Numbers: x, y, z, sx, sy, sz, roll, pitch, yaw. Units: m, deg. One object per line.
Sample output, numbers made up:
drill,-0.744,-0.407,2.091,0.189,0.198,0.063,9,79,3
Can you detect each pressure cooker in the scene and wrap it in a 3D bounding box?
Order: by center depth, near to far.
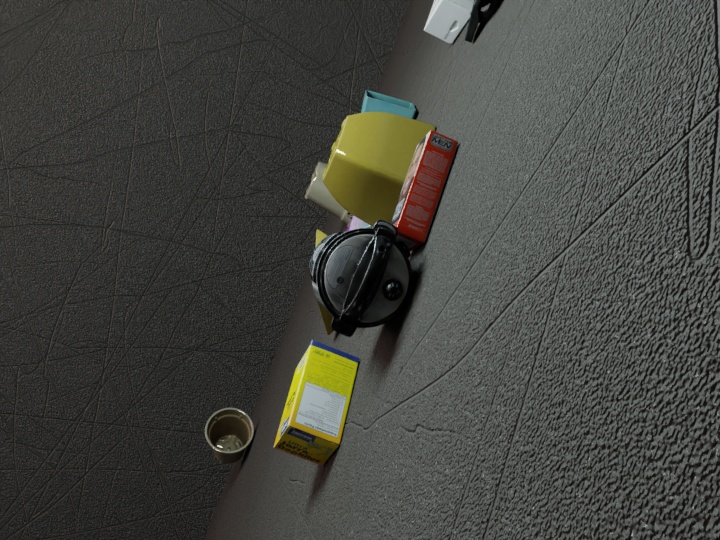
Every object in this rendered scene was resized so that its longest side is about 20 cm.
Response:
pressure cooker,0.004,0.010,1.358,0.200,0.176,0.178,-167,58,-81

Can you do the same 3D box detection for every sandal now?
sandal,0.255,-0.542,1.569,0.201,0.047,0.076,94,-167,-73

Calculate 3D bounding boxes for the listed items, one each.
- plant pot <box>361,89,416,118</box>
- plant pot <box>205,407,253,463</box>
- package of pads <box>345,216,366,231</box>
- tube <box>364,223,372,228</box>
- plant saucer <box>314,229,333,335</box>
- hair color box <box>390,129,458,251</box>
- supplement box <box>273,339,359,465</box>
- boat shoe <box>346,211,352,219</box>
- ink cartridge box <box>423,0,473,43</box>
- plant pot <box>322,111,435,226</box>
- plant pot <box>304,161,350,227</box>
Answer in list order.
plant pot,0.055,-0.375,2.124,0.142,0.139,0.203,-91,17,-70
plant pot,-0.551,0.712,3.215,0.185,0.197,0.202,104,180,-51
package of pads,-0.010,-0.049,1.930,0.201,0.075,0.121,-82,16,-60
tube,0.056,-0.154,1.887,0.078,0.050,0.201,-51,13,43
plant saucer,-0.076,0.029,1.975,0.201,0.048,0.202,77,-171,-51
hair color box,0.112,-0.146,1.421,0.101,0.060,0.203,142,149,-76
supplement box,-0.086,0.262,1.524,0.110,0.108,0.202,122,167,-49
boat shoe,0.011,-0.189,2.151,0.201,0.071,0.073,122,166,-54
ink cartridge box,0.238,-0.685,1.871,0.146,0.083,0.202,133,158,-68
plant pot,0.029,-0.236,1.710,0.195,0.198,0.197,123,167,-55
plant pot,-0.085,-0.274,2.617,0.200,0.181,0.203,-159,90,-82
